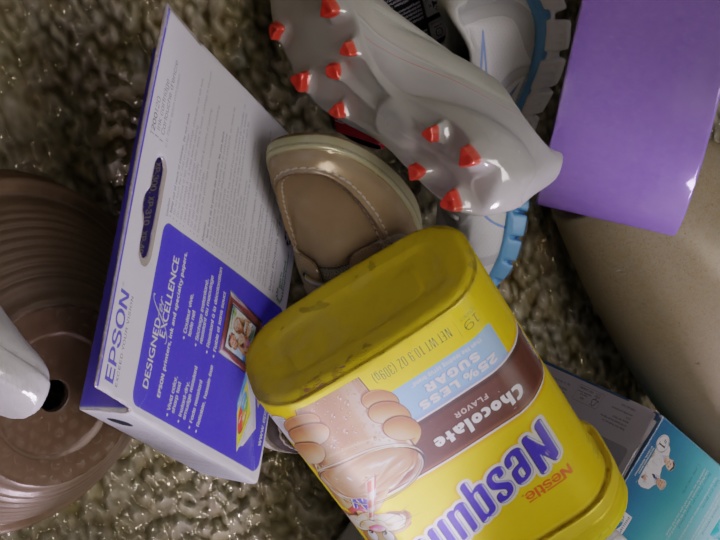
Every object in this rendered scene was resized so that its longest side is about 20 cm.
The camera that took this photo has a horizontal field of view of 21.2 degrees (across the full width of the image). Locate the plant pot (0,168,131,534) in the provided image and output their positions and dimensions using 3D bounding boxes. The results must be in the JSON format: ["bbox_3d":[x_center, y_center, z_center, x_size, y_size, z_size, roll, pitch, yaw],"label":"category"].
[{"bbox_3d":[-0.183,0.053,1.016,0.199,0.092,0.203,-11,109,-32],"label":"plant pot"}]

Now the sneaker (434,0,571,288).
[{"bbox_3d":[0.055,-0.075,1.116,0.086,0.075,0.202,-2,115,-25],"label":"sneaker"}]

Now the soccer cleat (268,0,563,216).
[{"bbox_3d":[0.025,-0.100,1.044,0.077,0.200,0.070,-14,141,-44],"label":"soccer cleat"}]

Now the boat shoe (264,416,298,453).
[{"bbox_3d":[0.028,0.078,1.196,0.199,0.059,0.073,-9,109,-34],"label":"boat shoe"}]

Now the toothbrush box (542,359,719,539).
[{"bbox_3d":[0.184,0.152,1.278,0.200,0.146,0.086,37,82,-38],"label":"toothbrush box"}]

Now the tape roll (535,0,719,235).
[{"bbox_3d":[0.161,-0.127,1.099,0.084,0.200,0.202,12,98,5],"label":"tape roll"}]

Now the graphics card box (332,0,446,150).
[{"bbox_3d":[0.021,-0.189,1.119,0.125,0.051,0.201,-31,121,-25],"label":"graphics card box"}]

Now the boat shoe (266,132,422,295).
[{"bbox_3d":[0.000,0.000,1.079,0.200,0.072,0.065,60,35,-49],"label":"boat shoe"}]

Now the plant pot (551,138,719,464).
[{"bbox_3d":[0.222,-0.003,1.259,0.200,0.187,0.188,43,77,-20],"label":"plant pot"}]

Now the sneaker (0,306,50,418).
[{"bbox_3d":[-0.218,-0.014,0.932,0.199,0.075,0.089,38,63,4],"label":"sneaker"}]

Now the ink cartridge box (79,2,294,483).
[{"bbox_3d":[-0.092,-0.008,1.006,0.200,0.043,0.200,45,50,-63],"label":"ink cartridge box"}]

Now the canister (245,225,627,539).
[{"bbox_3d":[0.043,0.088,1.063,0.148,0.087,0.200,-31,126,5],"label":"canister"}]

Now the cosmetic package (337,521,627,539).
[{"bbox_3d":[0.090,0.232,1.197,0.167,0.199,0.167,-53,127,-10],"label":"cosmetic package"}]
